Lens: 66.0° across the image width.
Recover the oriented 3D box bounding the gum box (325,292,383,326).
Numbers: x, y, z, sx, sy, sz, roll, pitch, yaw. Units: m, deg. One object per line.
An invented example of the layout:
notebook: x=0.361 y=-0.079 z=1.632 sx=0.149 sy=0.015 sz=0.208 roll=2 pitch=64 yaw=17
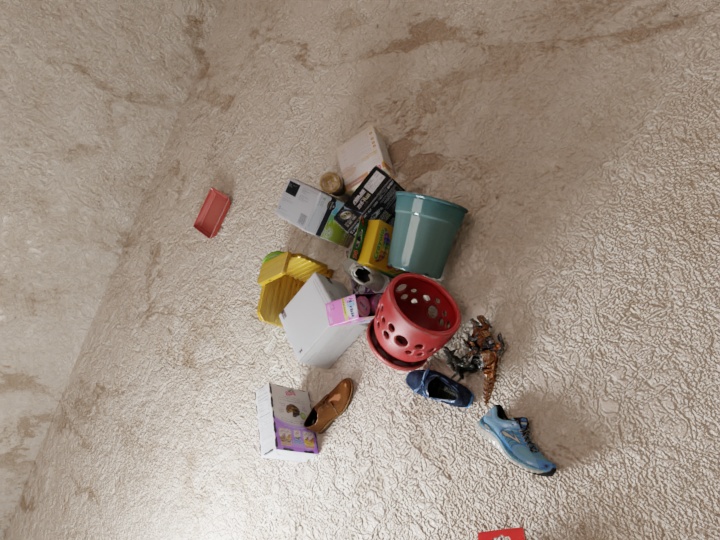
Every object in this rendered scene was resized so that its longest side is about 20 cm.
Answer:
gum box: x=0.015 y=0.106 z=1.530 sx=0.113 sy=0.199 sz=0.067 roll=-20 pitch=77 yaw=39

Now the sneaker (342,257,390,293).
sneaker: x=0.000 y=0.000 z=1.622 sx=0.200 sy=0.092 sz=0.076 roll=29 pitch=92 yaw=47

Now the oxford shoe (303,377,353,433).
oxford shoe: x=-0.091 y=0.390 z=1.600 sx=0.201 sy=0.071 sz=0.071 roll=-54 pitch=43 yaw=10

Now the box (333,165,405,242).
box: x=0.047 y=-0.174 z=1.618 sx=0.200 sy=0.164 sz=0.086 roll=-51 pitch=49 yaw=6

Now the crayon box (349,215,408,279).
crayon box: x=0.067 y=-0.058 z=1.539 sx=0.051 sy=0.199 sz=0.128 roll=4 pitch=76 yaw=48

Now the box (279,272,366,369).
box: x=-0.118 y=0.153 z=1.684 sx=0.200 sy=0.130 sz=0.199 roll=-49 pitch=46 yaw=18

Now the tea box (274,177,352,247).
tea box: x=-0.133 y=-0.188 z=1.795 sx=0.200 sy=0.196 sz=0.134 roll=32 pitch=100 yaw=48

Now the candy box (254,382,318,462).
candy box: x=-0.218 y=0.447 z=1.628 sx=0.071 sy=0.167 sz=0.201 roll=-34 pitch=51 yaw=27

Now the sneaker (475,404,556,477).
sneaker: x=0.336 y=0.359 z=1.185 sx=0.200 sy=0.078 sz=0.090 roll=36 pitch=96 yaw=46

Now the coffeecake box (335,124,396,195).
coffeecake box: x=0.015 y=-0.346 z=1.794 sx=0.153 sy=0.073 sz=0.201 roll=-29 pitch=54 yaw=22

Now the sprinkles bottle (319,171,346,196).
sprinkles bottle: x=-0.085 y=-0.278 z=1.795 sx=0.068 sy=0.200 sz=0.069 roll=1 pitch=95 yaw=6

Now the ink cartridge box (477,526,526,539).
ink cartridge box: x=0.311 y=0.624 z=1.101 sx=0.116 sy=0.067 sz=0.201 roll=-26 pitch=56 yaw=34

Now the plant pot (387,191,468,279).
plant pot: x=0.166 y=-0.089 z=1.477 sx=0.200 sy=0.199 sz=0.198 roll=16 pitch=93 yaw=47

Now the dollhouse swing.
dollhouse swing: x=-0.208 y=0.072 z=1.756 sx=0.181 sy=0.199 sz=0.177 roll=-23 pitch=57 yaw=36

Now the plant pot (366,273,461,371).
plant pot: x=0.126 y=0.137 z=1.392 sx=0.183 sy=0.199 sz=0.201 roll=-63 pitch=37 yaw=39

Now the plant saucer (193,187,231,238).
plant saucer: x=-0.650 y=-0.252 z=2.455 sx=0.199 sy=0.037 sz=0.201 roll=30 pitch=95 yaw=47

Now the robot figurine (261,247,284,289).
robot figurine: x=-0.284 y=0.017 z=1.906 sx=0.201 sy=0.115 sz=0.176 roll=-99 pitch=31 yaw=-43

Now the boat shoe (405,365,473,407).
boat shoe: x=0.186 y=0.281 z=1.372 sx=0.199 sy=0.068 sz=0.085 roll=2 pitch=74 yaw=45

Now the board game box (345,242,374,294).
board game box: x=0.017 y=0.000 z=1.693 sx=0.120 sy=0.032 sz=0.201 roll=-30 pitch=54 yaw=28

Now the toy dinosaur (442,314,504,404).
toy dinosaur: x=0.275 y=0.205 z=1.306 sx=0.135 sy=0.102 sz=0.201 roll=-16 pitch=39 yaw=21
